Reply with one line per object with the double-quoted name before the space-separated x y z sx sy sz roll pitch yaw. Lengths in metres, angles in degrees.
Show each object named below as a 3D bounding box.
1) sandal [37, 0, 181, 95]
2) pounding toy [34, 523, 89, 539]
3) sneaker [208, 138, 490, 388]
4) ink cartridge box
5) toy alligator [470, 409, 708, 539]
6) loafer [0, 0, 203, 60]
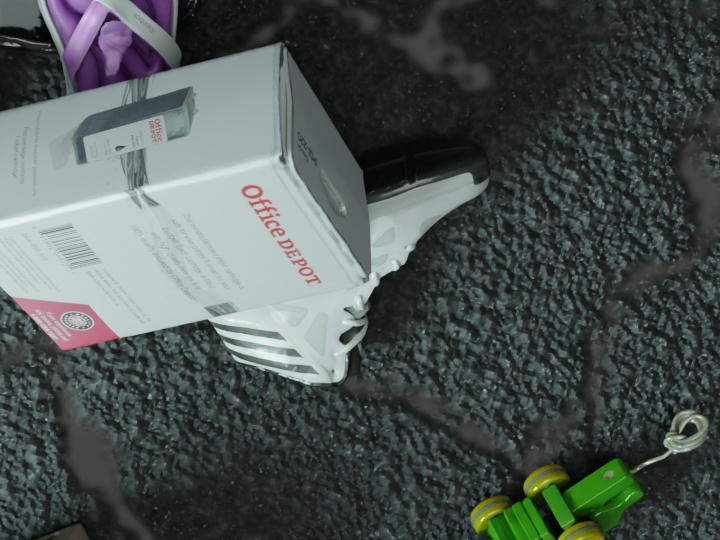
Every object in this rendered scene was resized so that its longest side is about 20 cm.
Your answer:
"sandal" -0.139 -0.125 1.304 0.082 0.050 0.203 -14 129 -12
"pounding toy" -0.169 0.273 1.364 0.142 0.184 0.201 -22 102 13
"sneaker" 0.000 0.000 1.373 0.200 0.076 0.116 -22 111 9
"ink cartridge box" -0.109 -0.039 1.270 0.199 0.146 0.085 -11 58 16
"toy alligator" 0.138 0.155 1.416 0.199 0.059 0.054 -30 144 1
"loafer" -0.192 -0.157 1.323 0.199 0.063 0.072 -1 103 -3
